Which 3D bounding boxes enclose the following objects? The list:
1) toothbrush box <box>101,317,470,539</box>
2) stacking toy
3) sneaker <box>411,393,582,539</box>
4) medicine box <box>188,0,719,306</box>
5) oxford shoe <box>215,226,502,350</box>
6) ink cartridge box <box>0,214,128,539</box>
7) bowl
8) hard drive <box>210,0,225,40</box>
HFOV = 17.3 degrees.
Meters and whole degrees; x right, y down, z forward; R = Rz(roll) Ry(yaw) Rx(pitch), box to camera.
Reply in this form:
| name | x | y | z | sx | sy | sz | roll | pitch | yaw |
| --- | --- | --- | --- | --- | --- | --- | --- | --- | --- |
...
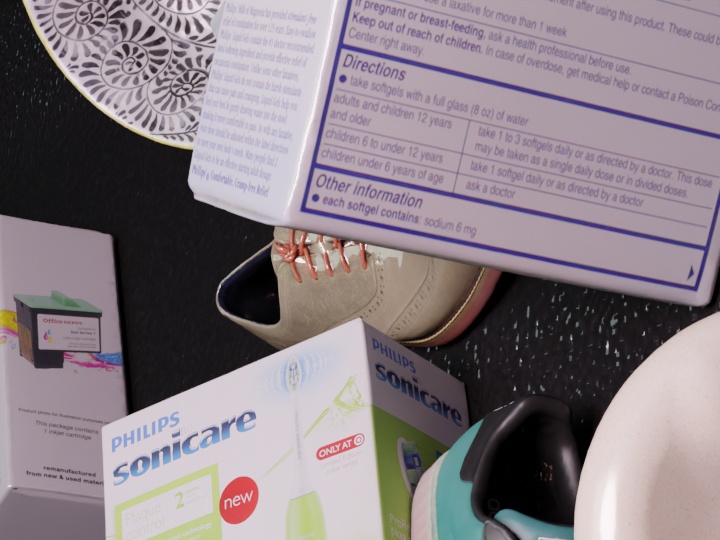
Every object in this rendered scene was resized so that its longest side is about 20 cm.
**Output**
| name | x | y | z | sx | sy | sz | roll | pitch | yaw |
| --- | --- | --- | --- | --- | --- | --- | --- | --- | --- |
| toothbrush box | -0.026 | 0.144 | 0.996 | 0.145 | 0.086 | 0.200 | -23 | 55 | 28 |
| stacking toy | 0.122 | 0.094 | 0.773 | 0.200 | 0.146 | 0.147 | 130 | 146 | -77 |
| sneaker | 0.063 | 0.137 | 0.893 | 0.080 | 0.071 | 0.200 | 123 | 148 | -45 |
| medicine box | 0.053 | -0.102 | 0.879 | 0.103 | 0.182 | 0.201 | 18 | 97 | 63 |
| oxford shoe | 0.000 | 0.000 | 1.068 | 0.200 | 0.075 | 0.071 | -35 | 49 | 55 |
| ink cartridge box | -0.206 | 0.089 | 1.437 | 0.145 | 0.084 | 0.200 | -52 | 36 | 43 |
| bowl | -0.075 | -0.171 | 1.227 | 0.200 | 0.094 | 0.201 | 13 | 117 | 25 |
| hard drive | 0.011 | -0.124 | 1.087 | 0.132 | 0.027 | 0.200 | 57 | 138 | 15 |
